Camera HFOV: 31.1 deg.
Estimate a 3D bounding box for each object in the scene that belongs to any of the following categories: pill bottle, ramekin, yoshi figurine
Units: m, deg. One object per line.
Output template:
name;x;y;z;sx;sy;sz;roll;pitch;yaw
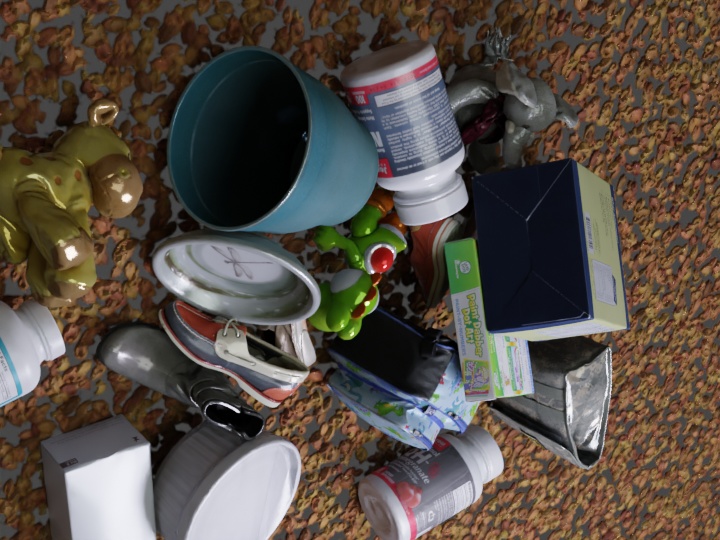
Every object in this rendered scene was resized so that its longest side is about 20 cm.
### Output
pill bottle;-0.416;0.101;1.362;0.199;0.111;0.111;-28;126;-25
ramekin;-0.174;0.274;1.613;0.202;0.094;0.203;-36;143;-33
pill bottle;0.105;0.303;1.856;0.199;0.111;0.111;-26;125;-25
yoshi figurine;-0.014;-0.002;1.617;0.112;0.112;0.201;111;1;-58
pill bottle;0.060;-0.163;1.561;0.119;0.119;0.201;-28;111;-24

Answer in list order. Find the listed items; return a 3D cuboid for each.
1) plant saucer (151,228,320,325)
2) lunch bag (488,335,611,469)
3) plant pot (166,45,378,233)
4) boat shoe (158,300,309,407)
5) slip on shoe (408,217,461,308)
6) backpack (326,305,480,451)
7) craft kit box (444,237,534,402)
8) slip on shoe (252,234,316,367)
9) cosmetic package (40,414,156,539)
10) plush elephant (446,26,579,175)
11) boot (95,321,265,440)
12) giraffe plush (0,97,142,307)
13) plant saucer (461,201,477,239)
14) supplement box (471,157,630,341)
plant saucer;-0.139;-0.003;1.494;0.200;0.199;0.051;40;53;-42
lunch bag;0.274;0.185;1.892;0.117;0.164;0.201;-27;125;-31
plant pot;-0.082;-0.132;1.461;0.188;0.199;0.201;11;105;-56
boat shoe;-0.152;0.091;1.556;0.200;0.071;0.063;37;116;-24
slip on shoe;0.095;-0.016;1.706;0.074;0.061;0.200;-55;161;-22
backpack;0.062;0.146;1.701;0.200;0.182;0.148;35;82;-53
craft kit box;0.169;0.066;1.675;0.197;0.048;0.202;13;69;-70
slip on shoe;-0.108;0.049;1.601;0.060;0.076;0.201;-27;132;-17
cosmetic package;-0.311;0.288;1.554;0.112;0.081;0.201;-15;119;-32
plush elephant;0.184;-0.196;1.643;0.164;0.155;0.201;16;102;-41
boot;-0.204;0.131;1.523;0.199;0.130;0.068;28;94;-42
giraffe plush;-0.302;-0.085;1.353;0.162;0.172;0.201;-35;95;-31
plant saucer;0.207;-0.049;1.816;0.199;0.034;0.202;-16;119;-31
supplement box;0.246;-0.019;1.652;0.200;0.133;0.202;15;68;-64
